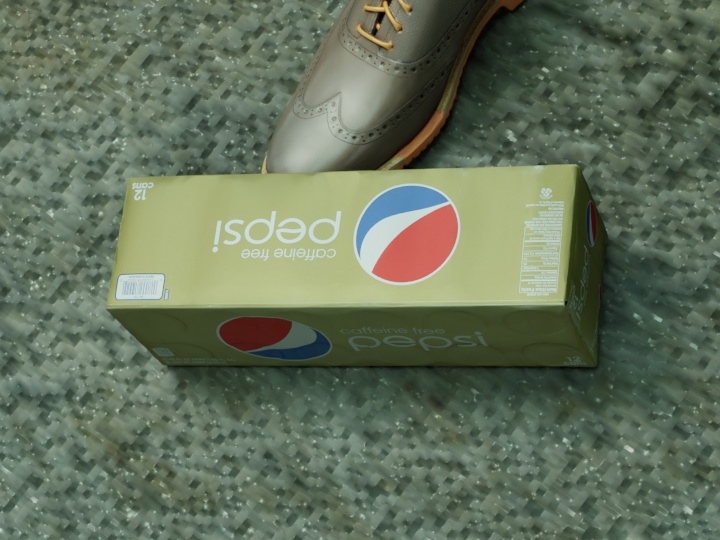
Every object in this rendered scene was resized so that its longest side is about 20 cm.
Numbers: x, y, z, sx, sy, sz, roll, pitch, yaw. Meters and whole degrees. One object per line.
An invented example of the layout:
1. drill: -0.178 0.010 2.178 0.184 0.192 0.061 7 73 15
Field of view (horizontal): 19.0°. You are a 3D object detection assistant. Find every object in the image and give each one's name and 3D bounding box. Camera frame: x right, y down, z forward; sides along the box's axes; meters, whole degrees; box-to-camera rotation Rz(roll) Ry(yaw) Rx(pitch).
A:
1. soda box: 0.000 0.000 0.905 0.200 0.068 0.064 0 66 18
2. oxford shoe: 0.016 -0.114 0.949 0.071 0.073 0.200 29 78 28
